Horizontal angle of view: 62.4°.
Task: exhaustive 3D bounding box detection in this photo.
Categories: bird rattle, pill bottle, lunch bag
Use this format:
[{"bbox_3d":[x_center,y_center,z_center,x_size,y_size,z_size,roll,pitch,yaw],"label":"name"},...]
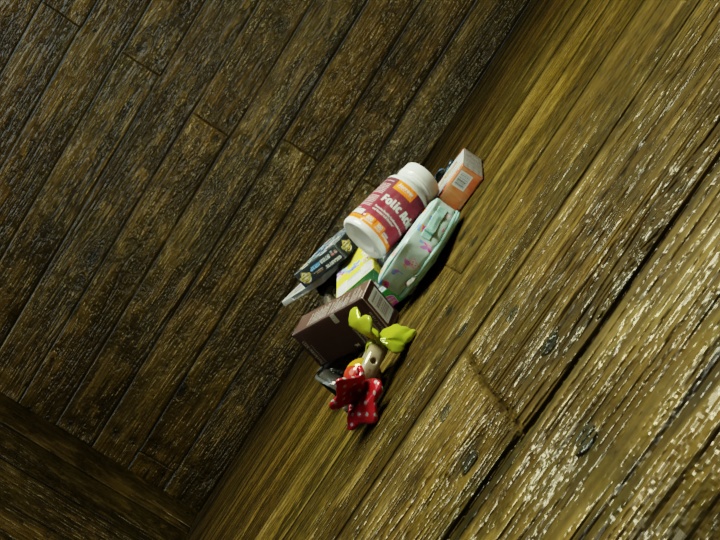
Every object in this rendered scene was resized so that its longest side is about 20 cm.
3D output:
[{"bbox_3d":[0.013,0.170,0.953,0.163,0.113,0.200,108,177,-55],"label":"bird rattle"},{"bbox_3d":[0.070,-0.131,1.273,0.200,0.114,0.114,-46,0,-16],"label":"pill bottle"},{"bbox_3d":[0.119,-0.045,1.176,0.160,0.077,0.200,-53,2,44],"label":"lunch bag"}]

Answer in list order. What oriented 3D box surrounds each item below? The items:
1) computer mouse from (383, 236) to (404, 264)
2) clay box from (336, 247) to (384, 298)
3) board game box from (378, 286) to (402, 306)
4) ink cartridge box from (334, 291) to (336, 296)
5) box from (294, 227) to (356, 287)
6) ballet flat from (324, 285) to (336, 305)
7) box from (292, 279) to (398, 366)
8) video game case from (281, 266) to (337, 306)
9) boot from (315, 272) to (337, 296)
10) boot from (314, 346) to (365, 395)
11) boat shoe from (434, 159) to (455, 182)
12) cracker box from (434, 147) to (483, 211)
[{"bbox_3d":[0.073,-0.078,1.372,0.200,0.044,0.110,-100,27,-49],"label":"computer mouse"},{"bbox_3d":[0.000,0.000,1.364,0.115,0.048,0.200,-40,19,17],"label":"clay box"},{"bbox_3d":[0.035,0.060,1.319,0.200,0.040,0.153,-38,10,29],"label":"board game box"},{"bbox_3d":[0.020,-0.010,1.483,0.109,0.050,0.200,-20,35,49],"label":"ink cartridge box"},{"bbox_3d":[-0.059,-0.055,1.480,0.159,0.046,0.200,-34,10,36],"label":"box"},{"bbox_3d":[-0.046,0.130,1.462,0.046,0.067,0.200,-25,65,34],"label":"ballet flat"},{"bbox_3d":[-0.032,0.111,1.229,0.200,0.100,0.075,-30,18,32],"label":"box"},{"bbox_3d":[-0.113,0.018,1.558,0.200,0.018,0.143,-30,12,48],"label":"video game case"},{"bbox_3d":[-0.037,0.070,1.614,0.076,0.168,0.200,-55,3,-4],"label":"boot"},{"bbox_3d":[-0.019,0.179,1.290,0.174,0.069,0.200,-49,11,-1],"label":"boot"},{"bbox_3d":[0.225,-0.239,1.542,0.084,0.069,0.200,-59,4,-26],"label":"boat shoe"},{"bbox_3d":[0.217,-0.194,1.357,0.134,0.058,0.200,-55,3,24],"label":"cracker box"}]
